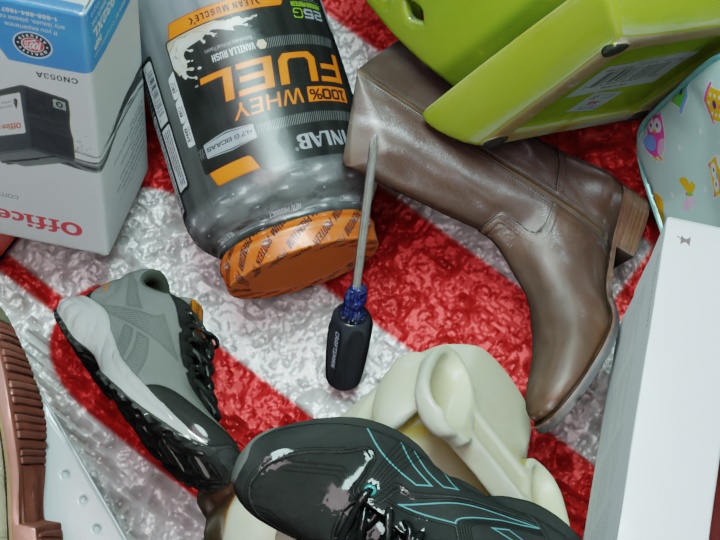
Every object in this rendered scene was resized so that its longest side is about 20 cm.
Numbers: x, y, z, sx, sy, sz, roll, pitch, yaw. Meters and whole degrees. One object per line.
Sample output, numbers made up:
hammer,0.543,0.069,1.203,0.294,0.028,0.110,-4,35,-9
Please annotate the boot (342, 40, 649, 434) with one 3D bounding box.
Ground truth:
boot,0.060,-0.024,1.275,0.199,0.064,0.187,32,51,-14

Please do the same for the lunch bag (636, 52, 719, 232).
lunch bag,0.232,-0.024,1.261,0.077,0.160,0.201,-10,75,-17

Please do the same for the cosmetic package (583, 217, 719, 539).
cosmetic package,0.158,0.095,1.183,0.051,0.151,0.201,11,66,3

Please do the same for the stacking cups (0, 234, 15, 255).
stacking cups,-0.283,0.027,1.386,0.060,0.061,0.200,36,81,14

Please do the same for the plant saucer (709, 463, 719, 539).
plant saucer,0.269,0.145,1.215,0.199,0.037,0.201,6,114,-12

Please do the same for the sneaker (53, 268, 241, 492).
sneaker,-0.115,0.056,1.304,0.079,0.074,0.200,-33,39,-8

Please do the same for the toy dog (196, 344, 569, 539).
toy dog,-0.003,0.127,1.267,0.199,0.194,0.140,-33,119,17

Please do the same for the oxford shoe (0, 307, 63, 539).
oxford shoe,-0.227,0.118,1.321,0.073,0.071,0.201,-11,77,9

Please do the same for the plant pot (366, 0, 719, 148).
plant pot,0.122,-0.187,1.255,0.199,0.199,0.182,-12,75,-38

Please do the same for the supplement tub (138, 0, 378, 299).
supplement tub,-0.063,-0.092,1.337,0.122,0.123,0.201,-20,77,4

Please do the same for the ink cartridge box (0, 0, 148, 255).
ink cartridge box,-0.208,-0.115,1.294,0.144,0.201,0.084,11,49,8

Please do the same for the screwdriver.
screwdriver,0.000,0.000,1.282,0.028,0.201,0.029,-7,51,-15

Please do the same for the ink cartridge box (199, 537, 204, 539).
ink cartridge box,-0.138,0.258,1.245,0.075,0.148,0.201,2,91,9

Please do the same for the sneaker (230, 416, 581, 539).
sneaker,0.030,0.134,1.134,0.199,0.079,0.076,19,109,-9

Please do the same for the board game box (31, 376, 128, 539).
board game box,-0.241,0.190,1.357,0.199,0.026,0.201,-33,76,1
